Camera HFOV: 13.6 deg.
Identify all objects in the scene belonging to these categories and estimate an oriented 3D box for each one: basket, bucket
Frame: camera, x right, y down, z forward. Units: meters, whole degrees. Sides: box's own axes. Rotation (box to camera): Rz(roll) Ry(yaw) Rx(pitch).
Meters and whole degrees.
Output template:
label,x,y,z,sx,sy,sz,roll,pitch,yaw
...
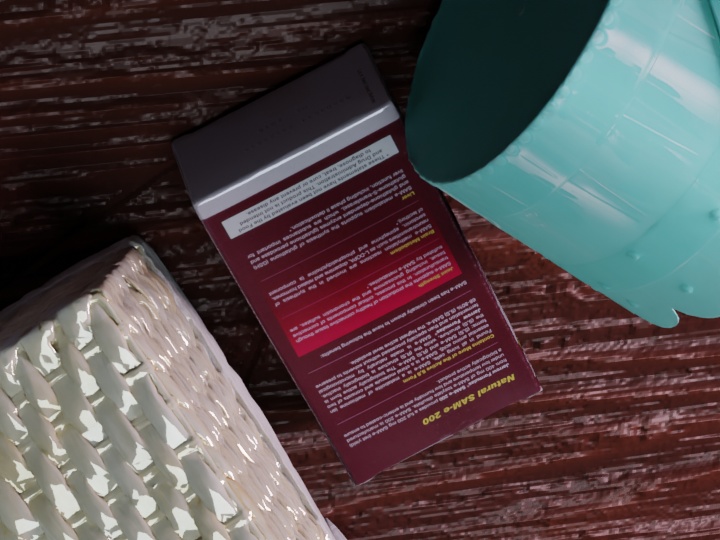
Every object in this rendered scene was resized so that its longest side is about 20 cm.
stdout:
label,x,y,z,sx,sy,sz,roll,pitch,yaw
basket,-0.137,0.122,1.403,0.198,0.161,0.200,-32,96,5
bucket,0.124,-0.089,1.368,0.134,0.207,0.207,28,111,-23

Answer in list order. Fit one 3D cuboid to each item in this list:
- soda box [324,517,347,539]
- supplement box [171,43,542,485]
label,x,y,z,sx,sy,sz,roll,pitch,yaw
soda box,-0.076,0.220,1.593,0.200,0.068,0.064,-34,125,6
supplement box,0.000,0.000,1.472,0.108,0.061,0.200,-27,126,2
